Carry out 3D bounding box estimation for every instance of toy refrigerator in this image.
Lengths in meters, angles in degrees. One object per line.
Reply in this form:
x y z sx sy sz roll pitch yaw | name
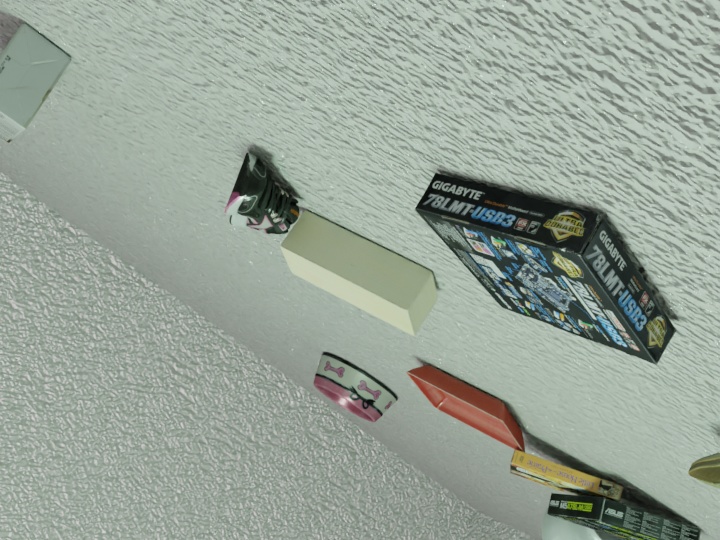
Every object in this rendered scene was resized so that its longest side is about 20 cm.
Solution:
0.000 0.000 1.456 0.199 0.070 0.076 26 159 23 | toy refrigerator

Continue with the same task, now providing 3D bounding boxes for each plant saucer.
0.194 0.238 1.970 0.199 0.037 0.200 26 166 29 | plant saucer

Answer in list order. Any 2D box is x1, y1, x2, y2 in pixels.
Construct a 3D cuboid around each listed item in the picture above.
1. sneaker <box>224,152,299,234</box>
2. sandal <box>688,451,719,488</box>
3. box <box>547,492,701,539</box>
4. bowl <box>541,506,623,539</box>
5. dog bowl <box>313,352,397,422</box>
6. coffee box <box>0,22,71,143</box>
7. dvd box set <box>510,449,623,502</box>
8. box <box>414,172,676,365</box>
-0.116 -0.090 1.413 0.085 0.081 0.200 20 176 -1 | sneaker
0.432 0.202 1.241 0.080 0.054 0.201 25 152 6 | sandal
0.457 0.439 1.957 0.198 0.048 0.193 20 164 -14 | box
0.448 0.497 2.101 0.200 0.202 0.091 32 133 -3 | bowl
-0.019 0.267 2.507 0.199 0.074 0.200 31 167 8 | dog bowl
-0.467 -0.249 1.514 0.079 0.115 0.200 35 168 -20 | coffee box
0.367 0.376 2.011 0.198 0.030 0.146 18 166 12 | dvd box set
0.176 -0.002 1.062 0.197 0.050 0.200 18 161 45 | box
